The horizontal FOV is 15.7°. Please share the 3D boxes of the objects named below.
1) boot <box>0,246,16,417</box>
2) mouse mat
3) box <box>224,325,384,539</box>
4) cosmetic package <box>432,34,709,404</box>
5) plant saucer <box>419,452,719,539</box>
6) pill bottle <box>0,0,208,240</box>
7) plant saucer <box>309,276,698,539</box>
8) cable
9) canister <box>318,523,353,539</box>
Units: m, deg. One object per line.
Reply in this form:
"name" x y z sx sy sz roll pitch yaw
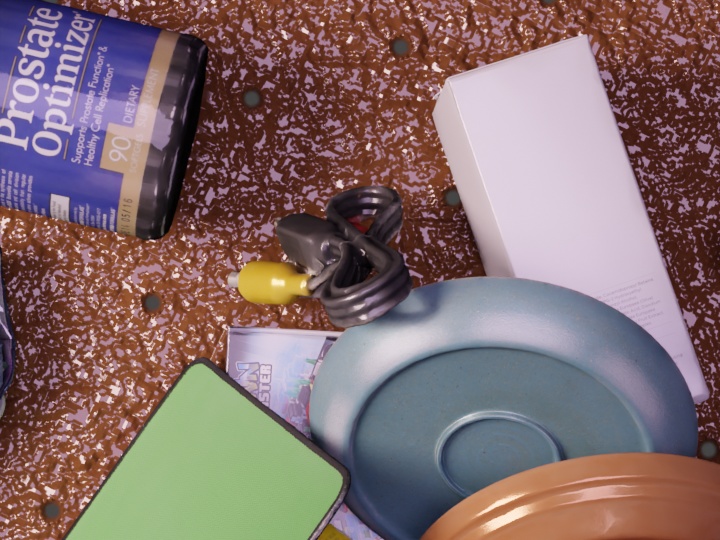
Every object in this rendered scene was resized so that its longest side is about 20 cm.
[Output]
"boot" -0.228 0.080 1.385 0.090 0.073 0.202 -5 84 3
"mouse mat" -0.091 0.137 1.336 0.008 0.200 0.161 37 88 -31
"box" -0.024 0.134 1.408 0.109 0.035 0.202 3 85 -2
"cosmetic package" 0.108 -0.012 1.392 0.084 0.108 0.202 -17 87 -4
"plant saucer" 0.122 0.163 1.336 0.198 0.201 0.038 -5 52 -3
"pill bottle" -0.187 -0.090 1.384 0.198 0.112 0.113 13 84 -1
"plant saucer" 0.071 0.089 1.321 0.198 0.201 0.028 11 40 -1
"cable" 0.000 0.000 1.344 0.097 0.200 0.051 -23 109 -15
"canister" 0.029 0.236 1.304 0.199 0.087 0.149 34 127 13
